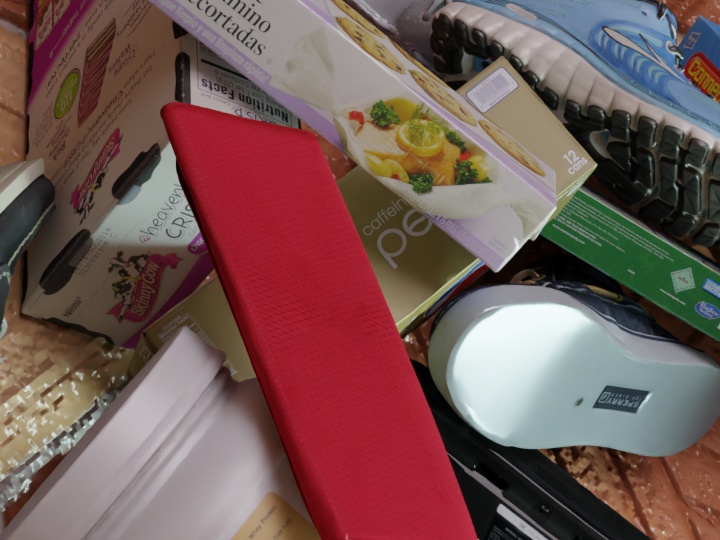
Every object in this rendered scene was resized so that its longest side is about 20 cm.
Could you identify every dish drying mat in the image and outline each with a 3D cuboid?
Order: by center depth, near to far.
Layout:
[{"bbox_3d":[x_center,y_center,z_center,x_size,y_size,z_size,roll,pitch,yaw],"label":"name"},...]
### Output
[{"bbox_3d":[-0.015,0.024,0.928,0.077,0.018,0.200,10,45,-40],"label":"dish drying mat"}]

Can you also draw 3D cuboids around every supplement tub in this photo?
[{"bbox_3d":[-0.028,0.131,0.942,0.200,0.145,0.145,41,39,-3],"label":"supplement tub"}]

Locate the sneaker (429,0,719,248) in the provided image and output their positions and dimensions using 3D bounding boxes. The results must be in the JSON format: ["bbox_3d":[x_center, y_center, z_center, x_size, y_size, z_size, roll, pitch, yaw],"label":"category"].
[{"bbox_3d":[0.134,-0.089,1.201,0.200,0.078,0.090,34,63,13],"label":"sneaker"}]

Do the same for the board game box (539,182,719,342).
[{"bbox_3d":[0.098,-0.029,1.219,0.200,0.029,0.135,31,7,-8],"label":"board game box"}]

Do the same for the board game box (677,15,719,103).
[{"bbox_3d":[0.270,-0.038,1.359,0.200,0.056,0.196,26,16,-22],"label":"board game box"}]

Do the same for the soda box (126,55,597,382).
[{"bbox_3d":[0.000,0.000,1.075,0.200,0.068,0.064,-37,83,-19],"label":"soda box"}]

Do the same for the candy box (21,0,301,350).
[{"bbox_3d":[-0.086,-0.087,1.094,0.061,0.136,0.200,20,46,-26],"label":"candy box"}]

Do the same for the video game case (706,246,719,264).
[{"bbox_3d":[0.175,-0.034,1.292,0.200,0.017,0.143,59,2,22],"label":"video game case"}]

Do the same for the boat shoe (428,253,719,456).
[{"bbox_3d":[0.078,0.031,1.162,0.200,0.071,0.091,18,19,-50],"label":"boat shoe"}]

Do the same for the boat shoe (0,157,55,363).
[{"bbox_3d":[-0.169,0.020,0.995,0.068,0.072,0.200,62,30,-20],"label":"boat shoe"}]

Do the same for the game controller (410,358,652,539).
[{"bbox_3d":[0.065,0.123,1.123,0.200,0.042,0.104,38,54,-7],"label":"game controller"}]

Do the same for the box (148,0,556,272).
[{"bbox_3d":[-0.009,-0.077,1.009,0.200,0.039,0.041,38,19,-13],"label":"box"}]

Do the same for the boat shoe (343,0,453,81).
[{"bbox_3d":[0.053,-0.120,1.280,0.201,0.071,0.070,35,67,-13],"label":"boat shoe"}]
